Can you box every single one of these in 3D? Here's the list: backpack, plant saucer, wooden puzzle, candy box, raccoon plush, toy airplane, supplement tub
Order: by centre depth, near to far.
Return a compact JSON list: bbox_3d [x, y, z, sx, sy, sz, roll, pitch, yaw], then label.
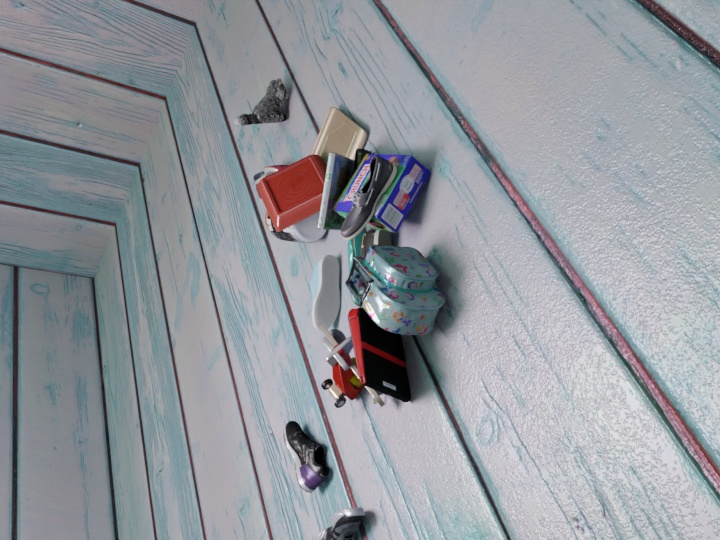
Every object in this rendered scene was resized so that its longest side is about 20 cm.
[{"bbox_3d":[0.083,0.042,1.571,0.201,0.176,0.152,57,132,42],"label":"backpack"},{"bbox_3d":[-0.019,0.214,1.708,0.202,0.140,0.199,67,159,-6],"label":"toy airplane"},{"bbox_3d":[0.046,-0.186,1.735,0.199,0.077,0.170,14,71,57],"label":"candy box"},{"bbox_3d":[-0.171,-0.221,1.988,0.198,0.037,0.201,-26,52,-2],"label":"plant saucer"},{"bbox_3d":[-0.060,-0.331,2.028,0.200,0.037,0.187,46,119,47],"label":"wooden puzzle"},{"bbox_3d":[-0.186,-0.143,2.081,0.199,0.121,0.124,8,87,57],"label":"supplement tub"},{"bbox_3d":[-0.306,-0.532,2.322,0.096,0.199,0.136,9,110,40],"label":"raccoon plush"}]

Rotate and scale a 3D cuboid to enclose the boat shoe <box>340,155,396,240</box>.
[{"bbox_3d":[0.004,-0.164,1.640,0.201,0.062,0.072,-58,34,-3],"label":"boat shoe"}]

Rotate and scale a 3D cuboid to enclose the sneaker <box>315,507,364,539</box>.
[{"bbox_3d":[-0.035,0.624,1.679,0.201,0.075,0.115,-56,40,40],"label":"sneaker"}]

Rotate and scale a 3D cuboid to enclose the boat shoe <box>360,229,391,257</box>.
[{"bbox_3d":[0.028,0.002,1.743,0.060,0.071,0.204,-4,70,39],"label":"boat shoe"}]

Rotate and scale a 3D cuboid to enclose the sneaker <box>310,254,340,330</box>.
[{"bbox_3d":[-0.098,0.064,1.945,0.082,0.073,0.202,-26,51,61],"label":"sneaker"}]

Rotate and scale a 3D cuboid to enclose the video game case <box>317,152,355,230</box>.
[{"bbox_3d":[-0.054,-0.193,1.851,0.022,0.200,0.185,11,95,15],"label":"video game case"}]

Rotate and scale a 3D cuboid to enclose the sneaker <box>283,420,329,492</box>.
[{"bbox_3d":[-0.130,0.458,1.888,0.088,0.075,0.201,-45,48,20],"label":"sneaker"}]

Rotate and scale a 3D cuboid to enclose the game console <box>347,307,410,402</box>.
[{"bbox_3d":[0.041,0.181,1.582,0.031,0.199,0.179,-21,61,26],"label":"game console"}]

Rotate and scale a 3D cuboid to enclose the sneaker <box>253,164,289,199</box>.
[{"bbox_3d":[-0.269,-0.280,2.297,0.199,0.080,0.076,-20,79,61],"label":"sneaker"}]

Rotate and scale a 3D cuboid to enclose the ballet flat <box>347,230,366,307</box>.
[{"bbox_3d":[0.000,0.000,1.823,0.070,0.066,0.203,119,151,-68],"label":"ballet flat"}]

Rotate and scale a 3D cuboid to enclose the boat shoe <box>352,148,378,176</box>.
[{"bbox_3d":[-0.008,-0.205,1.866,0.072,0.060,0.204,-154,78,-80],"label":"boat shoe"}]
